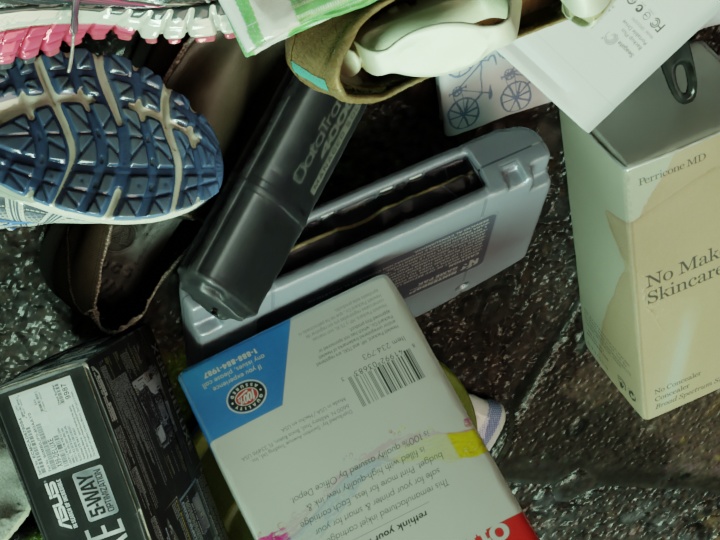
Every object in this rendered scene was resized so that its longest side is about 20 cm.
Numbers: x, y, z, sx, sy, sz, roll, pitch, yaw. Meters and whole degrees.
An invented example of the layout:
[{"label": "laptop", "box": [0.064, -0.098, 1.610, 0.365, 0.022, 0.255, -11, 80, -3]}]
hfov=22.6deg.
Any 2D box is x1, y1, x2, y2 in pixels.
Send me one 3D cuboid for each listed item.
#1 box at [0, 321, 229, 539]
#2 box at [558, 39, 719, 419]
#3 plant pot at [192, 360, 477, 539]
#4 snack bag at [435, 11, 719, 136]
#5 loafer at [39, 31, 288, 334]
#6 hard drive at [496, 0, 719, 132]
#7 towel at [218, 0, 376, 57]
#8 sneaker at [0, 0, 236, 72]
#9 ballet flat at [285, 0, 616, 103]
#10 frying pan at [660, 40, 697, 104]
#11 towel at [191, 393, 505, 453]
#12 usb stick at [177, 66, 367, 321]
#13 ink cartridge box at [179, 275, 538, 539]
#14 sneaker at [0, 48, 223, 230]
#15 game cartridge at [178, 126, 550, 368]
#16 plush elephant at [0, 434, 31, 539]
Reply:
[{"label": "box", "box": [-0.102, 0.131, 0.865, 0.050, 0.158, 0.200, -20, 94, 5]}, {"label": "box", "box": [0.176, -0.020, 1.026, 0.095, 0.078, 0.200, -24, 134, -9]}, {"label": "plant pot", "box": [0.015, 0.173, 0.987, 0.200, 0.190, 0.200, -14, 127, -19]}, {"label": "snack bag", "box": [0.124, -0.173, 0.912, 0.200, 0.021, 0.189, -19, 133, -14]}, {"label": "loafer", "box": [-0.083, -0.049, 0.862, 0.073, 0.071, 0.200, 12, 119, -36]}, {"label": "hard drive", "box": [0.140, -0.172, 0.848, 0.200, 0.027, 0.132, -43, 129, 13]}, {"label": "towel", "box": [0.011, -0.196, 0.751, 0.200, 0.023, 0.153, -27, 99, -5]}, {"label": "sneaker", "box": [-0.103, -0.140, 0.771, 0.200, 0.081, 0.075, -14, 129, -19]}, {"label": "ballet flat", "box": [0.063, -0.123, 0.790, 0.200, 0.072, 0.068, -22, 125, -4]}, {"label": "frying pan", "box": [0.147, -0.172, 0.884, 0.115, 0.031, 0.190, -44, 132, 13]}, {"label": "towel", "box": [-0.018, 0.120, 1.072, 0.200, 0.024, 0.147, 16, 116, -37]}, {"label": "usb stick", "box": [-0.025, -0.069, 0.848, 0.200, 0.033, 0.055, -62, 147, -10]}, {"label": "ink cartridge box", "box": [0.009, 0.118, 0.866, 0.116, 0.200, 0.067, -26, 157, -7]}, {"label": "sneaker", "box": [-0.162, -0.052, 0.805, 0.200, 0.077, 0.085, 5, 165, -12]}, {"label": "game cartridge", "box": [0.000, 0.000, 0.938, 0.200, 0.041, 0.133, -24, 156, -14]}, {"label": "plush elephant", "box": [-0.227, 0.129, 0.878, 0.164, 0.200, 0.155, 6, 97, -8]}]
